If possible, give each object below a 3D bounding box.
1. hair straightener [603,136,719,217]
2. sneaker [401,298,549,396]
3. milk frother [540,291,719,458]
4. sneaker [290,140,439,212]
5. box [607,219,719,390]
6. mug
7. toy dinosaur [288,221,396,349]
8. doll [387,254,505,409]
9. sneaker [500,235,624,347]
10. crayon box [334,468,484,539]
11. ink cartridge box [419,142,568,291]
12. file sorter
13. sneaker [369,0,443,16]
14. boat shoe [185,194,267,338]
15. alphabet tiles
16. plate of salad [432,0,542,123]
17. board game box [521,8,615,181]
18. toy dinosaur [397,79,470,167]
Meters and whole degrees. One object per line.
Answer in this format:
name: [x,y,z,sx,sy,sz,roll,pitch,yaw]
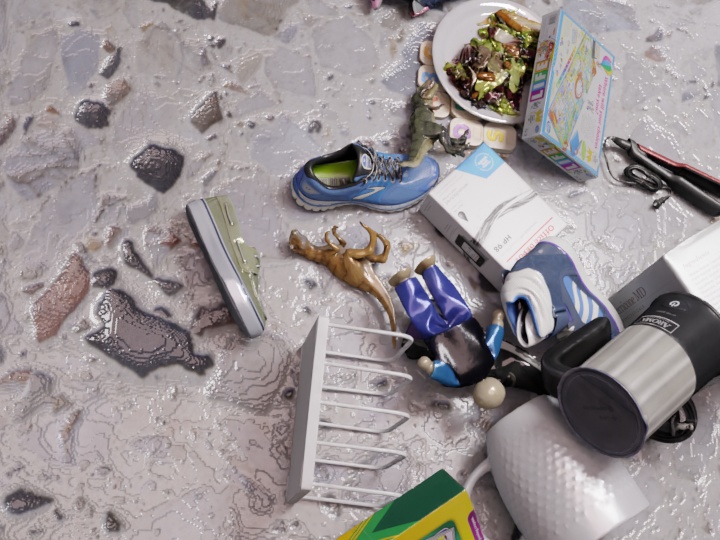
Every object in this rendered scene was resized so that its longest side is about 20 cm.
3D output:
hair straightener: [0.426,-0.128,1.479,0.200,0.041,0.077,29,70,-5]
sneaker: [0.146,0.123,1.339,0.200,0.076,0.088,29,76,10]
milk frother: [0.328,0.156,1.234,0.188,0.180,0.200,-31,103,-32]
sneaker: [0.012,-0.124,1.382,0.199,0.089,0.079,-8,73,-15]
box: [0.467,0.036,1.348,0.200,0.199,0.172,-28,78,-17]
mug: [0.215,0.261,1.268,0.200,0.148,0.176,-33,72,2]
toy dinosaur: [0.000,0.000,1.366,0.200,0.060,0.106,37,94,9]
doll: [0.119,0.079,1.289,0.136,0.048,0.200,-25,77,-24]
sneaker: [0.247,0.071,1.326,0.146,0.080,0.200,-46,111,-36]
crayon box: [0.063,0.354,1.190,0.172,0.058,0.200,-29,119,-17]
ink cartridge box: [0.191,-0.058,1.402,0.200,0.067,0.116,45,71,6]
file sorter: [-0.011,0.175,1.253,0.124,0.139,0.201,8,71,-9]
sneaker: [0.103,-0.403,1.514,0.199,0.070,0.082,3,92,-9]
boat shoe: [-0.158,-0.011,1.325,0.062,0.072,0.200,-22,74,-14]
alphabet tiles: [0.178,-0.265,1.498,0.195,0.015,0.201,7,71,-7]
plate of salad: [0.200,-0.302,1.482,0.199,0.048,0.201,4,72,-12]
board game box: [0.293,-0.243,1.464,0.134,0.034,0.200,29,64,-36]
toy dinosaur: [0.102,-0.181,1.409,0.088,0.048,0.200,17,42,-3]
